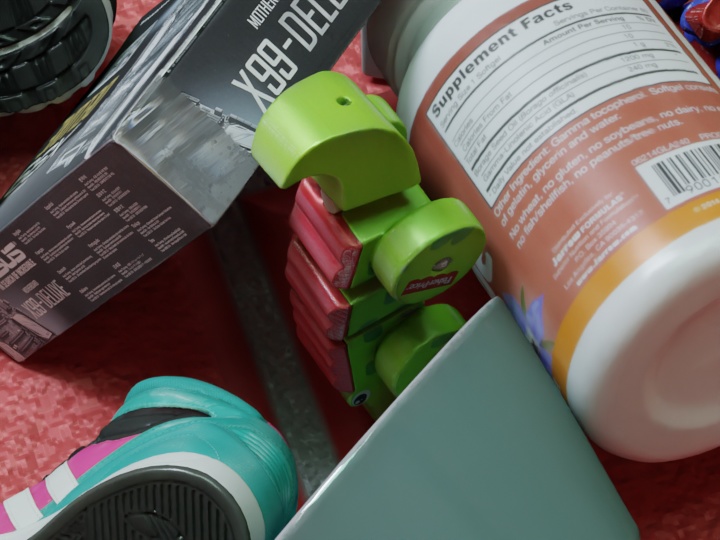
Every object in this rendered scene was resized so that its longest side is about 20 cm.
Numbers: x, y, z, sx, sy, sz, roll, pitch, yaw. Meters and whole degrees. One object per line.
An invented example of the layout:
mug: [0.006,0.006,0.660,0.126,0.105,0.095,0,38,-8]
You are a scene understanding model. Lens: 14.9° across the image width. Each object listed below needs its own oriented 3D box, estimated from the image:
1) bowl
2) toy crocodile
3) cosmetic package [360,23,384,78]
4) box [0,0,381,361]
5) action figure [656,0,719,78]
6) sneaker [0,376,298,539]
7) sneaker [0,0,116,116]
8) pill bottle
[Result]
bowl: [0.019,0.117,0.911,0.105,0.201,0.201,40,64,5]
toy crocodile: [0.000,0.000,0.972,0.062,0.200,0.068,-29,64,-15]
cosmetic package: [0.054,-0.183,1.154,0.090,0.107,0.201,10,58,8]
box: [-0.068,-0.059,1.025,0.050,0.200,0.158,41,62,-11]
action figure: [0.142,-0.087,1.048,0.052,0.200,0.065,-38,95,-1]
sneaker: [-0.101,0.097,0.986,0.199,0.084,0.121,-21,6,26]
sneaker: [-0.193,-0.089,1.134,0.199,0.074,0.079,-8,15,9]
pill bottle: [0.081,-0.037,0.983,0.112,0.112,0.200,-23,50,-12]
